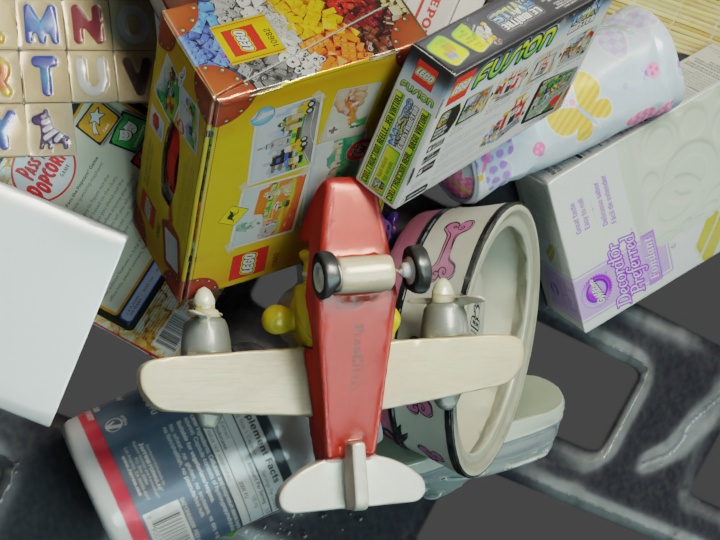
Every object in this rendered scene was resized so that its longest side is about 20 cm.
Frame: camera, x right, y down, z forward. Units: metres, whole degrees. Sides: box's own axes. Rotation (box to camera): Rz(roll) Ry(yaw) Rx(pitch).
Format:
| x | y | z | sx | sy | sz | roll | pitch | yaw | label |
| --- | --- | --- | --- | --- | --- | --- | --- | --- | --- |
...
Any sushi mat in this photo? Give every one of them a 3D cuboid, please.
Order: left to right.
| x | y | z | sx | sy | sz | roll | pitch | yaw | label |
| --- | --- | --- | --- | --- | --- | --- | --- | --- | --- |
| 0.211 | -0.223 | 1.634 | 0.199 | 0.012 | 0.096 | 13 | 102 | -35 | sushi mat |

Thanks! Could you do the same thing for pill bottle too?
| x | y | z | sx | sy | sz | roll | pitch | yaw | label |
| --- | --- | --- | --- | --- | --- | --- | --- | --- | --- |
| -0.093 | 0.118 | 1.490 | 0.199 | 0.120 | 0.120 | -24 | 121 | -9 | pill bottle |

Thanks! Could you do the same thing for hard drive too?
| x | y | z | sx | sy | sz | roll | pitch | yaw | label |
| --- | --- | --- | --- | --- | --- | --- | --- | --- | --- |
| -0.263 | 0.000 | 1.358 | 0.199 | 0.025 | 0.132 | 22 | 92 | -12 | hard drive |

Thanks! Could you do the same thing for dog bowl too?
| x | y | z | sx | sy | sz | roll | pitch | yaw | label |
| --- | --- | --- | --- | --- | --- | --- | --- | --- | --- |
| 0.066 | 0.044 | 1.561 | 0.200 | 0.074 | 0.201 | 10 | 90 | -70 | dog bowl |

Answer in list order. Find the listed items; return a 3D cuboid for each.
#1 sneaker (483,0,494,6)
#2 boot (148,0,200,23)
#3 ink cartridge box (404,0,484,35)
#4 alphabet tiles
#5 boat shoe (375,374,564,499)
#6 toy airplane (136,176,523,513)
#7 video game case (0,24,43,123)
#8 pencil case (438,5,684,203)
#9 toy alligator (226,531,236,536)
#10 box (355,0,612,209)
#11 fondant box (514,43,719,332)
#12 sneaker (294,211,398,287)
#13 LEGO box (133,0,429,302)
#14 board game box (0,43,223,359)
| x | y | z | sx | sy | sz | roll | pitch | yaw | label |
| --- | --- | --- | --- | --- | --- | --- | --- | --- | --- |
| 0.061 | -0.180 | 1.492 | 0.199 | 0.116 | 0.074 | 4 | 109 | -33 | sneaker |
| -0.052 | -0.241 | 1.363 | 0.199 | 0.068 | 0.189 | -15 | 86 | -1 | boot |
| 0.014 | -0.206 | 1.419 | 0.199 | 0.067 | 0.116 | 23 | 97 | -2 | ink cartridge box |
| -0.215 | -0.153 | 1.344 | 0.199 | 0.008 | 0.168 | -3 | 84 | -35 | alphabet tiles |
| 0.065 | 0.140 | 1.652 | 0.200 | 0.070 | 0.072 | -14 | 127 | -21 | boat shoe |
| -0.017 | 0.059 | 1.399 | 0.199 | 0.141 | 0.200 | -46 | 118 | 0 | toy airplane |
| -0.300 | -0.094 | 1.304 | 0.143 | 0.017 | 0.200 | 41 | 69 | -23 | video game case |
| 0.138 | -0.122 | 1.579 | 0.200 | 0.091 | 0.083 | -27 | 112 | -20 | pencil case |
| -0.083 | 0.147 | 1.575 | 0.200 | 0.059 | 0.054 | -41 | 84 | -11 | toy alligator |
| 0.084 | -0.122 | 1.377 | 0.200 | 0.035 | 0.110 | -32 | 154 | -47 | box |
| 0.223 | -0.064 | 1.672 | 0.200 | 0.058 | 0.145 | -29 | 125 | -16 | fondant box |
| 0.000 | 0.000 | 1.554 | 0.083 | 0.080 | 0.201 | -32 | 127 | -33 | sneaker |
| -0.054 | -0.086 | 1.364 | 0.148 | 0.077 | 0.200 | -18 | 148 | -24 | LEGO box |
| -0.165 | -0.043 | 1.445 | 0.200 | 0.046 | 0.152 | 32 | 91 | -37 | board game box |
